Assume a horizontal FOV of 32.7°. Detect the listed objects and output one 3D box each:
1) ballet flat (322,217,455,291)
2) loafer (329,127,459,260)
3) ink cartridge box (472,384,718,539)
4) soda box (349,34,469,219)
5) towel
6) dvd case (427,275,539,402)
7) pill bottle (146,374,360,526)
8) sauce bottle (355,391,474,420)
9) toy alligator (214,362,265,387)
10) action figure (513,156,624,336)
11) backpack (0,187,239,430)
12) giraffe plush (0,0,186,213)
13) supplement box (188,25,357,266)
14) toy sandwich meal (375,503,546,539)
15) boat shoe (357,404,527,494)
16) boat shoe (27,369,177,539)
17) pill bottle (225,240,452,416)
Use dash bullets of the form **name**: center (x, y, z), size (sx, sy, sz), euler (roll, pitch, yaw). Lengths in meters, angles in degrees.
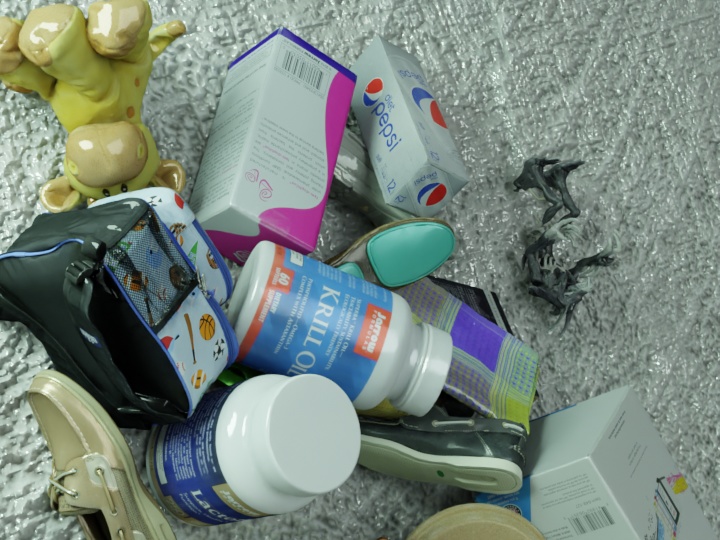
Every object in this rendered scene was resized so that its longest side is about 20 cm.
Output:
- **ballet flat**: center (0.000, 0.000, 1.226), size (0.198, 0.072, 0.069), euler (-30, 106, -18)
- **loafer**: center (0.032, -0.082, 1.297), size (0.199, 0.070, 0.071), euler (37, 65, -23)
- **ink cartridge box**: center (0.242, 0.253, 1.234), size (0.202, 0.146, 0.145), euler (59, 37, -7)
- **soda box**: center (0.044, -0.149, 1.272), size (0.063, 0.068, 0.202), euler (22, 36, -37)
- **towel**: center (0.100, 0.077, 1.251), size (0.199, 0.023, 0.144), euler (36, 33, -5)
- **dvd case**: center (0.089, 0.063, 1.291), size (0.197, 0.016, 0.150), euler (14, 41, -33)
- **pill bottle**: center (-0.092, 0.152, 1.046), size (0.114, 0.199, 0.118), euler (12, 69, -33)
- **sauce bottle**: center (0.033, 0.119, 1.242), size (0.198, 0.064, 0.066), euler (15, 68, -36)
- **toy alligator**: center (-0.094, 0.104, 1.147), size (0.199, 0.059, 0.055), euler (41, 63, -12)
- **action figure**: center (0.238, -0.032, 1.424), size (0.118, 0.101, 0.204), euler (8, 70, -48)
- **backpack**: center (-0.196, 0.034, 1.024), size (0.154, 0.198, 0.193), euler (-42, 115, -36)
- **giraffe plush**: center (-0.233, -0.135, 1.078), size (0.200, 0.170, 0.165), euler (-10, 93, -73)
- **supplement box**: center (-0.087, -0.114, 1.194), size (0.100, 0.103, 0.203), euler (28, 59, -28)
- **toy sandwich meal**: center (0.098, 0.318, 1.181), size (0.201, 0.070, 0.209), euler (0, 88, -12)
- **boat shoe**: center (0.064, 0.166, 1.195), size (0.072, 0.196, 0.069), euler (75, 25, -56)
- **boat shoe**: center (-0.224, 0.178, 1.019), size (0.064, 0.071, 0.202), euler (-37, 101, -39)
- **pill bottle**: center (-0.020, 0.059, 1.117), size (0.197, 0.112, 0.114), euler (21, 63, -13)
